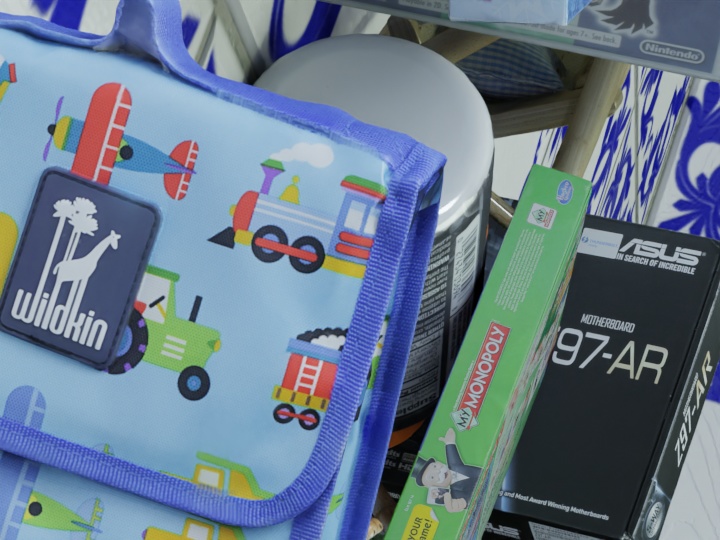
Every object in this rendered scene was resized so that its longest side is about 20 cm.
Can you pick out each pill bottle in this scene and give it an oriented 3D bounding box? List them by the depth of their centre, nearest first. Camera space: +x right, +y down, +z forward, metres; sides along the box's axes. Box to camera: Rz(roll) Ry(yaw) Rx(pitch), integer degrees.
[{"bbox_3d":[0.000,0.000,1.103,0.201,0.105,0.107,92,19,-57],"label":"pill bottle"}]

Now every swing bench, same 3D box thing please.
[{"bbox_3d":[0.107,-0.135,1.184,0.200,0.130,0.199,-48,-173,35],"label":"swing bench"}]

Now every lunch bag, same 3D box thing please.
[{"bbox_3d":[-0.068,0.025,0.662,0.094,0.150,0.201,-44,149,-69],"label":"lunch bag"}]

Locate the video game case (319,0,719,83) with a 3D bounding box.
[{"bbox_3d":[0.084,-0.166,1.012,0.023,0.198,0.183,-73,173,-51],"label":"video game case"}]

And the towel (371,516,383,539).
[{"bbox_3d":[0.052,0.105,1.241,0.031,0.148,0.201,55,23,-54],"label":"towel"}]

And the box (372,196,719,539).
[{"bbox_3d":[0.061,0.045,1.220,0.044,0.199,0.161,67,40,-55],"label":"box"}]

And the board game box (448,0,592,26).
[{"bbox_3d":[0.074,-0.199,0.845,0.200,0.043,0.201,-45,138,-63],"label":"board game box"}]

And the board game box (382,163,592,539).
[{"bbox_3d":[0.046,0.073,1.085,0.135,0.029,0.201,96,15,-56],"label":"board game box"}]

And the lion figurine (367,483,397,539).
[{"bbox_3d":[-0.041,0.065,1.033,0.072,0.123,0.200,-34,173,-4],"label":"lion figurine"}]
